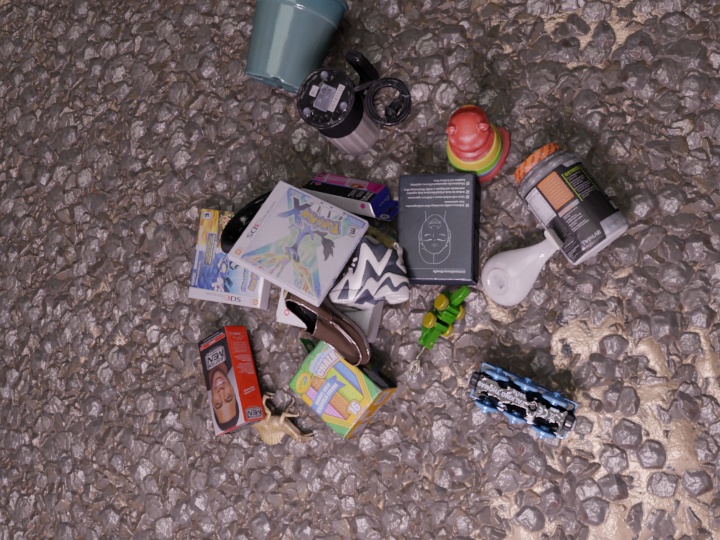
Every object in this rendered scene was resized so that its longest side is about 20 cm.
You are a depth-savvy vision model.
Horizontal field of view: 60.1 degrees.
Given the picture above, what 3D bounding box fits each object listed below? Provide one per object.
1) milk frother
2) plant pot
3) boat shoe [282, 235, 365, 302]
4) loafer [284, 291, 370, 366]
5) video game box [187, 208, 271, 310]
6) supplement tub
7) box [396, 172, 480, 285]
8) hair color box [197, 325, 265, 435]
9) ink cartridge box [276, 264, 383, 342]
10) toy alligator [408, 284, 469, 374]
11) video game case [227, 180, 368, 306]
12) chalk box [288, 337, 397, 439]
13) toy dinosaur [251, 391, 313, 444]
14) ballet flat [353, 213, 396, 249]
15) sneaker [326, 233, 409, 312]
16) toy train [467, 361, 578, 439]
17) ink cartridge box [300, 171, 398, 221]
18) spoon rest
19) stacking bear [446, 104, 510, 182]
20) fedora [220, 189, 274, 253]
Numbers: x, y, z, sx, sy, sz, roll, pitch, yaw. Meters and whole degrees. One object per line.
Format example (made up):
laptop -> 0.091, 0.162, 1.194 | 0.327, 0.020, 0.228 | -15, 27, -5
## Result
milk frother -> 0.008, -0.305, 1.224 | 0.181, 0.188, 0.200 | -47, 73, 8
plant pot -> -0.147, -0.484, 1.301 | 0.198, 0.200, 0.199 | 20, 98, 18
boat shoe -> -0.078, -0.016, 1.203 | 0.199, 0.072, 0.076 | -40, 59, 0
loafer -> -0.067, 0.105, 1.127 | 0.200, 0.071, 0.073 | 44, 137, 2
video game box -> -0.276, -0.026, 1.360 | 0.179, 0.047, 0.203 | 7, 86, 15
supplement tub -> 0.373, -0.123, 1.122 | 0.122, 0.122, 0.201 | -35, 75, 11
box -> 0.151, -0.075, 1.196 | 0.146, 0.107, 0.204 | 1, 84, 17
hair color box -> -0.270, 0.227, 1.294 | 0.101, 0.061, 0.203 | -30, 68, 33
ink cartridge box -> -0.054, 0.052, 1.258 | 0.197, 0.086, 0.150 | 11, 87, 19
toy alligator -> 0.142, 0.106, 1.211 | 0.201, 0.059, 0.054 | -58, 28, 10
video game case -> -0.113, -0.055, 1.132 | 0.198, 0.022, 0.184 | 26, 69, 17
chalk box -> -0.050, 0.210, 1.220 | 0.199, 0.125, 0.125 | 40, 96, 19
toy dinosaur -> -0.192, 0.306, 1.289 | 0.197, 0.058, 0.103 | 7, 87, 18
ballet flat -> -0.006, -0.071, 1.261 | 0.199, 0.071, 0.071 | 34, 94, 15
sneaker -> 0.000, 0.000, 1.164 | 0.197, 0.079, 0.132 | -14, 65, 36
toy train -> 0.288, 0.230, 1.114 | 0.198, 0.114, 0.088 | 21, 94, 19
ink cartridge box -> -0.014, -0.151, 1.264 | 0.197, 0.095, 0.038 | 16, 124, 17
spoon rest -> 0.297, -0.008, 1.138 | 0.100, 0.060, 0.200 | 58, 138, 13
stacking bear -> 0.207, -0.239, 1.146 | 0.120, 0.200, 0.116 | 4, 85, 17
fedora -> -0.182, -0.078, 1.258 | 0.198, 0.092, 0.202 | -21, 37, 17
